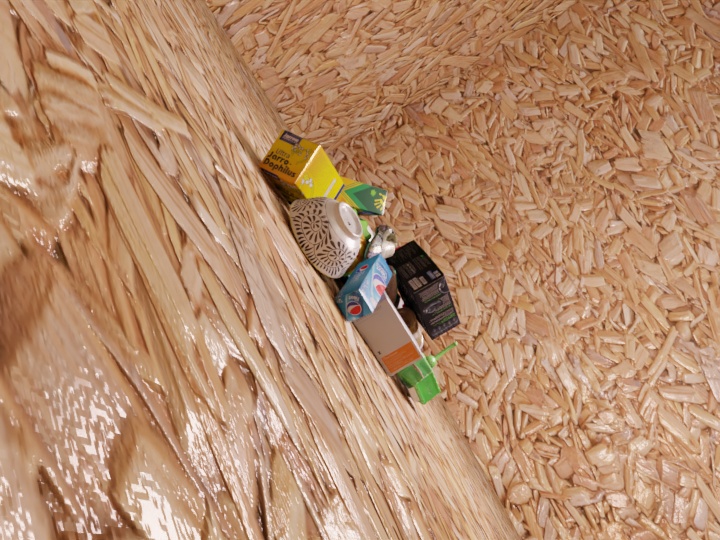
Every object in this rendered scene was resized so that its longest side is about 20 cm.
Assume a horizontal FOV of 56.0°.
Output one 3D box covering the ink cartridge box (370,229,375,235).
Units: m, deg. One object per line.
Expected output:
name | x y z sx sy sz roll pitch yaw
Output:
ink cartridge box | 0.011 -0.064 1.996 0.200 0.041 0.200 45 -21 29

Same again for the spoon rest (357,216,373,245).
spoon rest | 0.016 -0.085 1.848 0.200 0.061 0.099 53 0 39

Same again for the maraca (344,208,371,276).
maraca | -0.037 -0.073 1.677 0.137 0.107 0.200 47 47 -22

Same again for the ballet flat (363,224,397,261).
ballet flat | 0.058 -0.066 1.717 0.072 0.072 0.200 59 21 -14

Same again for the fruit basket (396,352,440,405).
fruit basket | 0.118 0.261 1.809 0.200 0.094 0.185 35 -21 39

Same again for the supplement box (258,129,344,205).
supplement box | -0.134 -0.222 1.597 0.109 0.110 0.200 27 -11 24

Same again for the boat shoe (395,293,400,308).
boat shoe | 0.034 0.040 1.930 0.201 0.066 0.072 38 33 18

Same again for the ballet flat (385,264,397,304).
ballet flat | 0.050 0.086 1.698 0.068 0.067 0.200 23 -66 53

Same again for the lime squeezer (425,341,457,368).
lime squeezer | 0.172 0.245 1.875 0.038 0.200 0.071 46 35 -33

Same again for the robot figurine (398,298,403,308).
robot figurine | 0.083 0.134 1.995 0.170 0.113 0.200 35 17 -32

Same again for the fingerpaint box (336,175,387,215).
fingerpaint box | -0.055 -0.196 1.813 0.167 0.073 0.200 12 -3 -33

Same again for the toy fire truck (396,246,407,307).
toy fire truck | 0.125 0.033 1.927 0.141 0.049 0.200 -164 -118 -81

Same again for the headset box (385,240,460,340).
headset box | 0.162 0.055 1.742 0.174 0.093 0.200 54 -9 49

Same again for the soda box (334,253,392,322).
soda box | 0.010 0.037 1.549 0.064 0.068 0.200 58 26 -15

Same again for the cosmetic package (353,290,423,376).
cosmetic package | 0.060 0.148 1.631 0.200 0.101 0.071 57 5 -27

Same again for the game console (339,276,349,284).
game console | 0.000 0.000 1.808 0.200 0.118 0.171 52 48 -70

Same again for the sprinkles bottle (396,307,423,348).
sprinkles bottle | 0.126 0.162 1.811 0.068 0.068 0.200 61 -2 26

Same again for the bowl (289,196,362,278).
bowl | -0.057 -0.092 1.499 0.201 0.094 0.201 46 28 -33
